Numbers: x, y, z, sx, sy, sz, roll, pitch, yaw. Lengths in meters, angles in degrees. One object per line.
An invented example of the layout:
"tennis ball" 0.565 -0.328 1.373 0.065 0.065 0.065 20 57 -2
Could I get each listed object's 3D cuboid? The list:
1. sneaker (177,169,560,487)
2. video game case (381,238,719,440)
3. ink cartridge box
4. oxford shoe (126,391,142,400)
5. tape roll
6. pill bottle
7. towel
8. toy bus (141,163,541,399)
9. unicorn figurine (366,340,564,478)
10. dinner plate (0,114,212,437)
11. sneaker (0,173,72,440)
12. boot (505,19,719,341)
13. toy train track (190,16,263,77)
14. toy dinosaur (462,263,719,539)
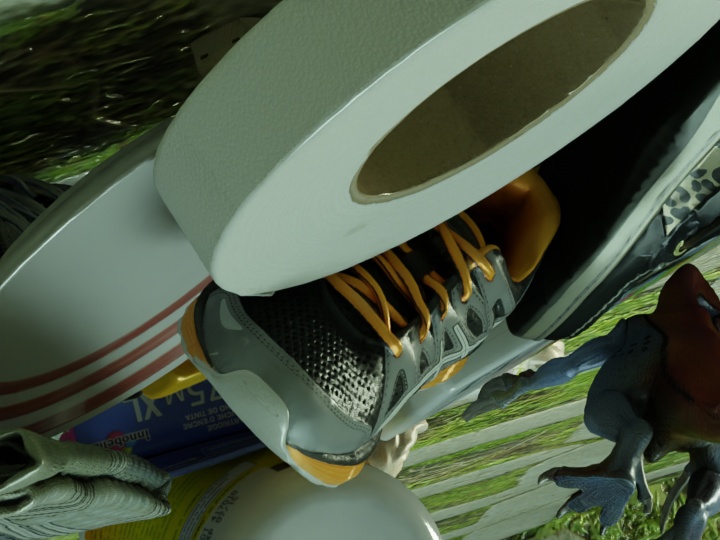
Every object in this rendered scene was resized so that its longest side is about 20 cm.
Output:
"sneaker" 0.006 0.007 0.992 0.077 0.078 0.200 -43 178 26
"video game case" 0.093 0.008 1.232 0.182 0.023 0.200 -30 176 -10
"ink cartridge box" -0.105 0.053 1.280 0.119 0.042 0.200 -15 -166 -9
"oxford shoe" -0.153 0.032 1.136 0.200 0.085 0.073 -5 167 -44
"tape roll" 0.032 -0.063 0.877 0.202 0.037 0.203 -31 168 -7
"pill bottle" -0.050 0.121 1.263 0.109 0.110 0.200 -12 -170 -24
"towel" -0.170 0.085 0.970 0.192 0.035 0.200 -8 171 8
"toy bus" 0.000 0.000 1.165 0.200 0.078 0.065 -29 177 -29
"unicorn figurine" 0.014 0.050 1.398 0.200 0.074 0.137 -27 -143 -28
"dinner plate" -0.065 -0.009 0.961 0.200 0.024 0.200 -35 166 -10
"sneaker" -0.126 -0.005 1.031 0.085 0.077 0.200 -48 162 -16
"boot" 0.156 -0.026 1.056 0.153 0.074 0.204 19 133 -21
"toy train track" 0.020 -0.065 1.017 0.115 0.033 0.200 -23 167 36
"toy dinosaur" 0.134 0.048 1.152 0.200 0.105 0.182 -39 -163 44
